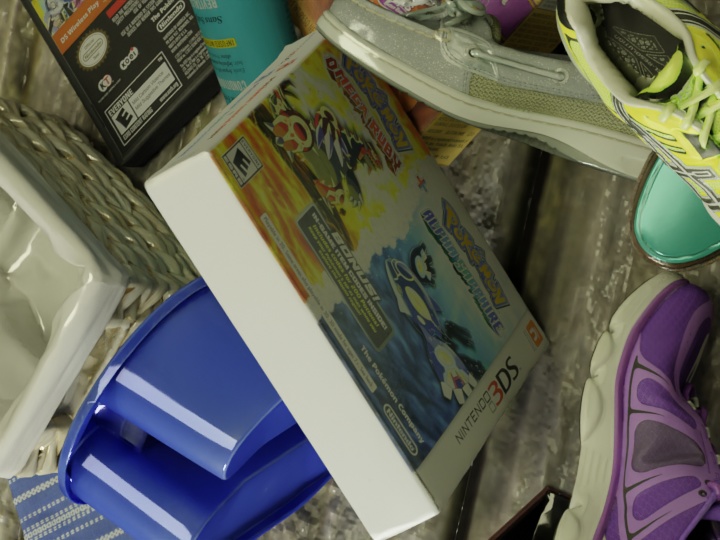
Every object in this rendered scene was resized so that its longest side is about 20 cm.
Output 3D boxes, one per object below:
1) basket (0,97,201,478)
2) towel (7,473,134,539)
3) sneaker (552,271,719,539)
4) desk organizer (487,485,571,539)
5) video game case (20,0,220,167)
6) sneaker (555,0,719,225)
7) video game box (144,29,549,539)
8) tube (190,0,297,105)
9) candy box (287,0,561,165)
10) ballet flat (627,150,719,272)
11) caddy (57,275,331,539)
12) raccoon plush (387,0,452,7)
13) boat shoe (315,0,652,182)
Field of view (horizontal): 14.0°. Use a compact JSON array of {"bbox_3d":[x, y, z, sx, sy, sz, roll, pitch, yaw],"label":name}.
[{"bbox_3d":[-0.179,0.004,1.565,0.200,0.123,0.136,44,112,34],"label":"basket"},{"bbox_3d":[-0.134,0.118,1.620,0.145,0.024,0.201,-28,72,33],"label":"towel"},{"bbox_3d":[0.144,0.096,1.369,0.083,0.081,0.201,4,62,17],"label":"sneaker"},{"bbox_3d":[0.140,0.175,1.399,0.199,0.072,0.077,23,100,32],"label":"desk organizer"},{"bbox_3d":[-0.106,-0.188,1.596,0.200,0.025,0.181,-43,67,27],"label":"video game case"},{"bbox_3d":[0.159,-0.061,1.296,0.200,0.076,0.076,39,103,19],"label":"sneaker"},{"bbox_3d":[0.000,0.000,1.388,0.047,0.182,0.200,-27,103,27],"label":"video game box"},{"bbox_3d":[-0.051,-0.104,1.503,0.077,0.050,0.201,25,135,65],"label":"tube"},{"bbox_3d":[0.061,-0.163,1.464,0.200,0.056,0.117,-47,65,23],"label":"candy box"},{"bbox_3d":[0.197,-0.084,1.362,0.068,0.067,0.200,38,104,5],"label":"ballet flat"},{"bbox_3d":[-0.070,0.060,1.471,0.105,0.200,0.142,38,126,17],"label":"caddy"},{"bbox_3d":[0.009,-0.194,1.360,0.133,0.200,0.097,15,111,21],"label":"raccoon plush"},{"bbox_3d":[0.078,-0.096,1.398,0.201,0.074,0.065,20,95,-6],"label":"boat shoe"}]
